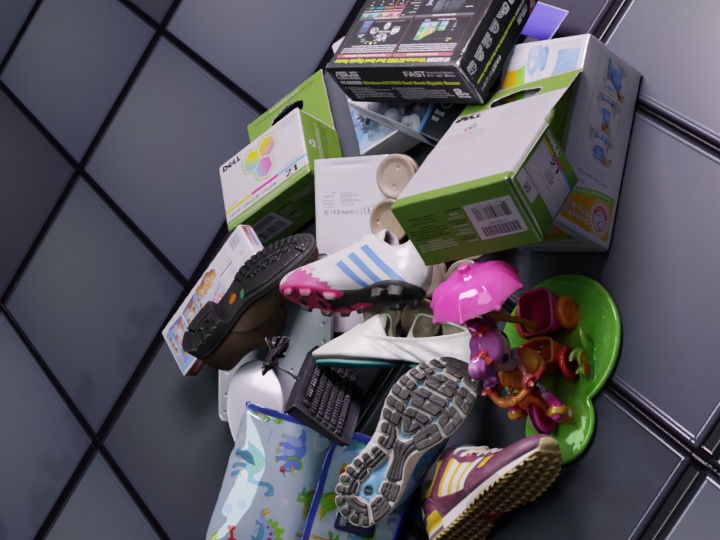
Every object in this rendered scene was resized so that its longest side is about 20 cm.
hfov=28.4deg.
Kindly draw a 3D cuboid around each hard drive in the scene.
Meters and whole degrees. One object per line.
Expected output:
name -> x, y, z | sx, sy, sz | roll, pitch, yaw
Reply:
hard drive -> -0.002, -0.029, 1.633 | 0.131, 0.027, 0.202 | 1, 93, 49

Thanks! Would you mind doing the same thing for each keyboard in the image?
keyboard -> -0.054, 0.118, 1.514 | 0.021, 0.126, 0.200 | -58, 4, 14

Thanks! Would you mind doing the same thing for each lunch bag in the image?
lunch bag -> -0.049, 0.249, 1.522 | 0.198, 0.127, 0.171 | 17, 83, 7

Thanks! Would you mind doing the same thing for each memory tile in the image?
memory tile -> 0.075, -0.020, 1.545 | 0.152, 0.017, 0.202 | 10, 99, 29

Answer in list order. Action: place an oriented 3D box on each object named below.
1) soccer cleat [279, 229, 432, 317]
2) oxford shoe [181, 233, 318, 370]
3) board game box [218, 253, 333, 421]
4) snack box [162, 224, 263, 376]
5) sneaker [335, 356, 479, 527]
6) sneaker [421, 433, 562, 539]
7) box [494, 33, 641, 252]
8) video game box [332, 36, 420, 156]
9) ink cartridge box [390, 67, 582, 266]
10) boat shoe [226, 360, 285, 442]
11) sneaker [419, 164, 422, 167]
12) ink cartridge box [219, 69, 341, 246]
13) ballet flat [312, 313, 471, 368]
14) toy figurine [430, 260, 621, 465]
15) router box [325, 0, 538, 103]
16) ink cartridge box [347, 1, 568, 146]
soccer cleat -> 0.000, 0.000, 1.551 | 0.199, 0.070, 0.087 | -3, 62, 39
oxford shoe -> -0.112, 0.037, 1.649 | 0.200, 0.084, 0.073 | -44, 31, 15
board game box -> -0.096, 0.083, 1.692 | 0.199, 0.026, 0.202 | -1, 88, 45
snack box -> -0.176, 0.039, 1.738 | 0.200, 0.024, 0.072 | -51, 56, 31
sneaker -> 0.048, 0.174, 1.458 | 0.078, 0.090, 0.200 | 38, 85, 16
sneaker -> 0.119, 0.198, 1.404 | 0.200, 0.074, 0.091 | -47, 44, 38
box -> 0.203, -0.127, 1.471 | 0.112, 0.101, 0.202 | -1, 71, 45
video game box -> 0.071, -0.246, 1.685 | 0.199, 0.047, 0.183 | -30, 50, 22
ink cartridge box -> 0.142, -0.105, 1.402 | 0.147, 0.076, 0.200 | -12, 30, 41
boat shoe -> -0.111, 0.205, 1.644 | 0.068, 0.057, 0.202 | -12, 68, 2
sneaker -> 0.076, -0.081, 1.614 | 0.199, 0.075, 0.080 | 2, 85, 53
ink cartridge box -> -0.106, -0.154, 1.804 | 0.147, 0.075, 0.201 | -34, 52, 30
ballet flat -> 0.047, 0.078, 1.521 | 0.198, 0.069, 0.070 | 4, 72, 18
toy figurine -> 0.142, 0.072, 1.380 | 0.149, 0.183, 0.202 | -16, 61, 40
router box -> 0.077, -0.257, 1.534 | 0.199, 0.062, 0.151 | 7, 60, 45
ink cartridge box -> 0.106, -0.239, 1.598 | 0.197, 0.043, 0.201 | 28, 85, 42
